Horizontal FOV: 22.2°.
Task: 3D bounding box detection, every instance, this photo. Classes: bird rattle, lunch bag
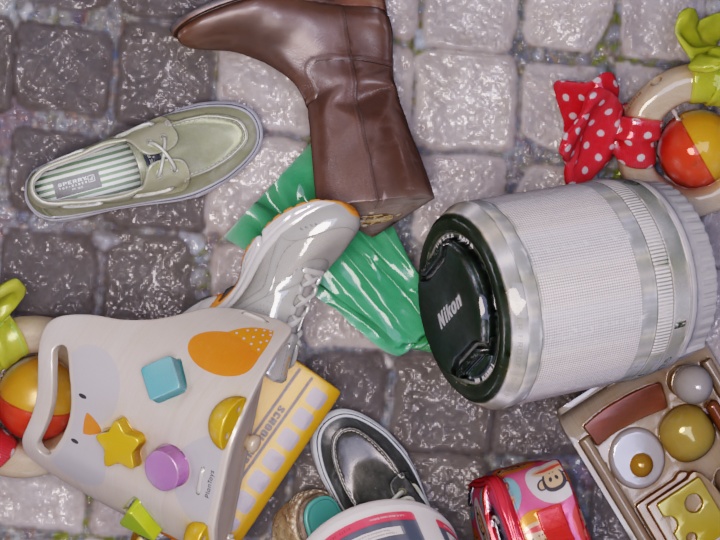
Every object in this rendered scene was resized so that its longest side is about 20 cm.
[{"bbox_3d":[-0.276,0.105,1.433,0.162,0.113,0.202,7,94,-23],"label":"bird rattle"},{"bbox_3d":[0.260,-0.113,1.499,0.199,0.113,0.163,-37,111,-2],"label":"bird rattle"},{"bbox_3d":[0.150,0.250,1.444,0.081,0.176,0.202,-15,84,-8],"label":"lunch bag"}]

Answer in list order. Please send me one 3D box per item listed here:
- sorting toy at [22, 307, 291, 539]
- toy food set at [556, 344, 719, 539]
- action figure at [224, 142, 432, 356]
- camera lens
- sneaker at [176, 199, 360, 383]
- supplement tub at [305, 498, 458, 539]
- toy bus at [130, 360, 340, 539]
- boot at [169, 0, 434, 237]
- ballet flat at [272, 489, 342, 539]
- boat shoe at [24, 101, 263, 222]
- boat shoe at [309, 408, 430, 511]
[{"bbox_3d":[-0.166,0.118,1.371,0.179,0.107,0.201,19,112,15],"label":"sorting toy"},{"bbox_3d":[0.272,0.160,1.522,0.143,0.060,0.201,-32,94,-5],"label":"toy food set"},{"bbox_3d":[0.000,0.000,1.489,0.200,0.055,0.118,44,84,-2],"label":"action figure"},{"bbox_3d":[0.156,0.015,1.431,0.199,0.160,0.161,-10,93,-24],"label":"camera lens"},{"bbox_3d":[-0.063,0.034,1.416,0.200,0.076,0.092,-45,58,17],"label":"sneaker"},{"bbox_3d":[0.034,0.282,1.353,0.139,0.201,0.141,-11,132,-13],"label":"supplement tub"},{"bbox_3d":[-0.105,0.157,1.476,0.078,0.065,0.201,35,87,-8],"label":"toy bus"},{"bbox_3d":[-0.046,-0.121,1.455,0.185,0.064,0.202,-9,79,-9],"label":"boot"},{"bbox_3d":[-0.021,0.275,1.491,0.070,0.065,0.202,-15,90,-38],"label":"ballet flat"},{"bbox_3d":[-0.170,-0.082,1.463,0.199,0.062,0.073,-21,94,-7],"label":"boat shoe"},{"bbox_3d":[0.031,0.199,1.489,0.072,0.071,0.201,-35,95,-5],"label":"boat shoe"}]
